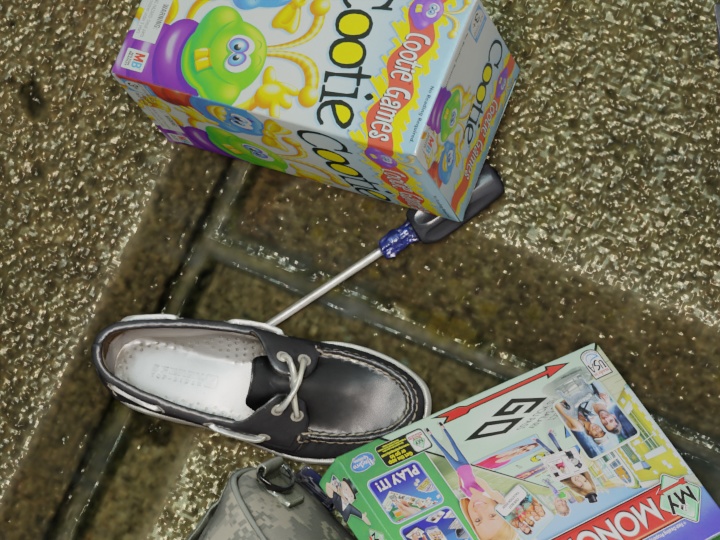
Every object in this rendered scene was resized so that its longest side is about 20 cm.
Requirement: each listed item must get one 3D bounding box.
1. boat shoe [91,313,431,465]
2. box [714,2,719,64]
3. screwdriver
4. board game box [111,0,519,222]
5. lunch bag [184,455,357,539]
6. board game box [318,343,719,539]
[{"bbox_3d":[-0.059,0.064,1.569,0.198,0.060,0.074,14,82,11],"label":"boat shoe"},{"bbox_3d":[0.309,-0.097,1.536,0.198,0.106,0.123,-10,69,7],"label":"box"},{"bbox_3d":[0.000,0.000,1.603,0.199,0.028,0.029,-36,42,-1],"label":"screwdriver"},{"bbox_3d":[-0.025,-0.116,1.585,0.199,0.103,0.106,16,75,23],"label":"board game box"},{"bbox_3d":[-0.061,0.223,1.461,0.168,0.139,0.200,46,107,14],"label":"lunch bag"},{"bbox_3d":[0.093,0.129,1.487,0.199,0.029,0.135,-22,66,-36],"label":"board game box"}]
